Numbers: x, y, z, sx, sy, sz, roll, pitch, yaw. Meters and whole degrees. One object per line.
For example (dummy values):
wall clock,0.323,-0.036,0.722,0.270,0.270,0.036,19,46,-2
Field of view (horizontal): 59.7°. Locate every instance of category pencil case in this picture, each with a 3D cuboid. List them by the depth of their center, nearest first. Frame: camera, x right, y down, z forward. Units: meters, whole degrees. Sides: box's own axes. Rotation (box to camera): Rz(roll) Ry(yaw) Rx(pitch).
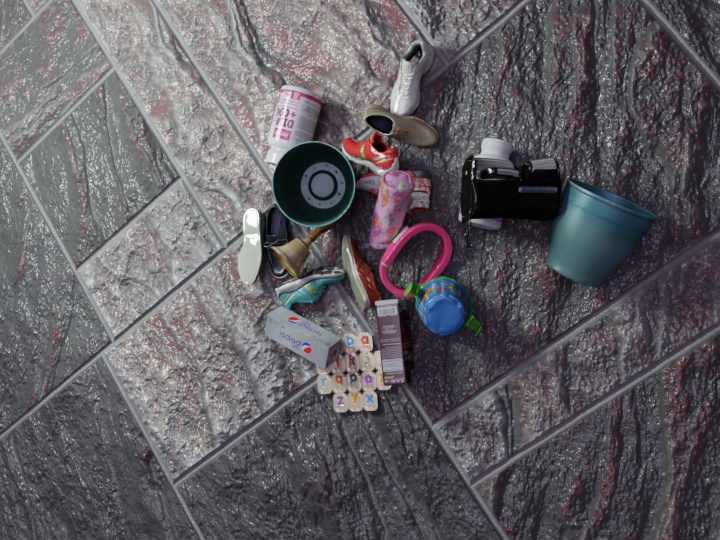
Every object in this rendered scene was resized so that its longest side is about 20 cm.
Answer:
pencil case,0.074,-0.140,1.500,0.087,0.087,0.201,27,135,17

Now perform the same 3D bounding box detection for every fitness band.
fitness band,0.134,-0.026,1.514,0.143,0.037,0.200,33,102,-19

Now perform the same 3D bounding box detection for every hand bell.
hand bell,-0.123,-0.084,1.609,0.200,0.104,0.104,-43,75,-13

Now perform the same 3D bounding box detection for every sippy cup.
sippy cup,0.194,0.091,1.463,0.176,0.130,0.141,-5,98,7

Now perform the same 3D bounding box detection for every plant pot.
plant pot,0.504,-0.073,1.362,0.199,0.200,0.189,27,110,17
plant pot,-0.103,-0.211,1.552,0.199,0.161,0.202,1,97,5

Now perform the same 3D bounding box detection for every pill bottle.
pill bottle,0.300,-0.202,1.471,0.104,0.104,0.202,13,92,18
pill bottle,-0.176,-0.365,1.628,0.113,0.113,0.201,16,93,18

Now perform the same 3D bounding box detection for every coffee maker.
coffee maker,0.325,-0.153,1.370,0.198,0.135,0.194,2,110,-3

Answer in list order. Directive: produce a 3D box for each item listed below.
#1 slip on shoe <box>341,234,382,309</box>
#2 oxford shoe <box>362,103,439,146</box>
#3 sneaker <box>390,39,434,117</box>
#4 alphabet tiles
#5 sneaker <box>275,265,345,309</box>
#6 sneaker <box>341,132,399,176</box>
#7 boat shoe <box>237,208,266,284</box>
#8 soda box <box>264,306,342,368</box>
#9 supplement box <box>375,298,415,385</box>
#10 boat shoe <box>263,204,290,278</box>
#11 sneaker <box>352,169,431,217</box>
slip on shoe,0.000,0.000,1.586,0.061,0.074,0.201,-16,74,-18
oxford shoe,0.097,-0.343,1.535,0.199,0.074,0.071,16,120,-3
sneaker,0.115,-0.477,1.546,0.077,0.099,0.201,18,93,18
alphabet tiles,-0.018,0.260,1.600,0.199,0.015,0.197,-7,86,18
sneaker,-0.123,0.043,1.626,0.199,0.078,0.080,-21,101,21
sneaker,0.030,-0.302,1.547,0.200,0.077,0.085,34,131,41
boat shoe,-0.280,-0.062,1.674,0.072,0.062,0.202,1,86,23
soda box,-0.147,0.169,1.600,0.199,0.063,0.069,25,120,23
supplement box,0.086,0.171,1.521,0.060,0.109,0.202,-7,86,17
boat shoe,-0.219,-0.079,1.657,0.074,0.062,0.202,0,89,16
sneaker,0.076,-0.188,1.562,0.200,0.067,0.109,-3,84,15
